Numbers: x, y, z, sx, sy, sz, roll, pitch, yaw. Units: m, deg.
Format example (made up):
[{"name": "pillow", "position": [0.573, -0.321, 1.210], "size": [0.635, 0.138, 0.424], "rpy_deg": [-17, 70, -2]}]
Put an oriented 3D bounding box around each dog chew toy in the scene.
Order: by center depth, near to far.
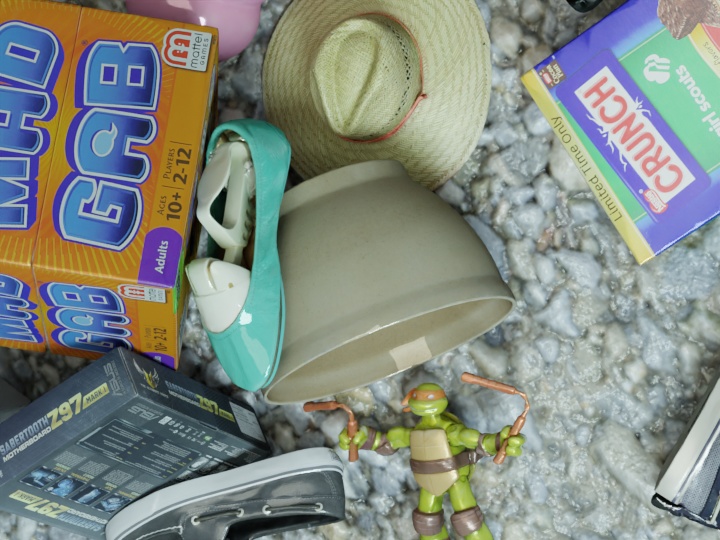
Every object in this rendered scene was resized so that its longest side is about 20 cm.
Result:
[{"name": "dog chew toy", "position": [-0.124, -0.217, 1.638], "size": [0.124, 0.124, 0.200], "rpy_deg": [31, 110, 12]}]

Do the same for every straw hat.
[{"name": "straw hat", "position": [0.001, -0.147, 1.619], "size": [0.200, 0.085, 0.202], "rpy_deg": [1, 95, 15]}]

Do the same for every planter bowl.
[{"name": "planter bowl", "position": [0.000, 0.000, 1.583], "size": [0.200, 0.200, 0.135], "rpy_deg": [-24, 78, 16]}]

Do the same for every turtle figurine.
[{"name": "turtle figurine", "position": [0.053, 0.154, 1.641], "size": [0.199, 0.064, 0.162], "rpy_deg": [-4, 98, 30]}]

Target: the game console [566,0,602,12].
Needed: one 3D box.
[{"name": "game console", "position": [0.173, -0.314, 1.545], "size": [0.116, 0.176, 0.200], "rpy_deg": [36, 105, -19]}]

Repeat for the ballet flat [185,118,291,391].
[{"name": "ballet flat", "position": [-0.092, -0.015, 1.508], "size": [0.067, 0.070, 0.201], "rpy_deg": [-15, 66, 44]}]

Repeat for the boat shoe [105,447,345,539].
[{"name": "boat shoe", "position": [-0.103, 0.199, 1.656], "size": [0.199, 0.070, 0.066], "rpy_deg": [-17, 63, 7]}]

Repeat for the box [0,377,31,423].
[{"name": "box", "position": [-0.396, 0.100, 1.719], "size": [0.200, 0.152, 0.107], "rpy_deg": [37, 103, 11]}]

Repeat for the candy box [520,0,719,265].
[{"name": "candy box", "position": [0.244, -0.129, 1.556], "size": [0.200, 0.077, 0.169], "rpy_deg": [-35, 85, 17]}]

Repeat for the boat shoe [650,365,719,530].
[{"name": "boat shoe", "position": [0.299, 0.107, 1.568], "size": [0.093, 0.075, 0.200], "rpy_deg": [29, 109, 5]}]

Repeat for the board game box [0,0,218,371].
[{"name": "board game box", "position": [-0.216, -0.062, 1.561], "size": [0.199, 0.200, 0.201], "rpy_deg": [9, 70, -1]}]

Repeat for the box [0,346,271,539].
[{"name": "box", "position": [-0.185, 0.140, 1.638], "size": [0.157, 0.200, 0.051], "rpy_deg": [-34, 59, 16]}]

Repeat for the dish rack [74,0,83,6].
[{"name": "dish rack", "position": [-0.267, -0.159, 1.713], "size": [0.200, 0.055, 0.153], "rpy_deg": [45, 105, 8]}]
